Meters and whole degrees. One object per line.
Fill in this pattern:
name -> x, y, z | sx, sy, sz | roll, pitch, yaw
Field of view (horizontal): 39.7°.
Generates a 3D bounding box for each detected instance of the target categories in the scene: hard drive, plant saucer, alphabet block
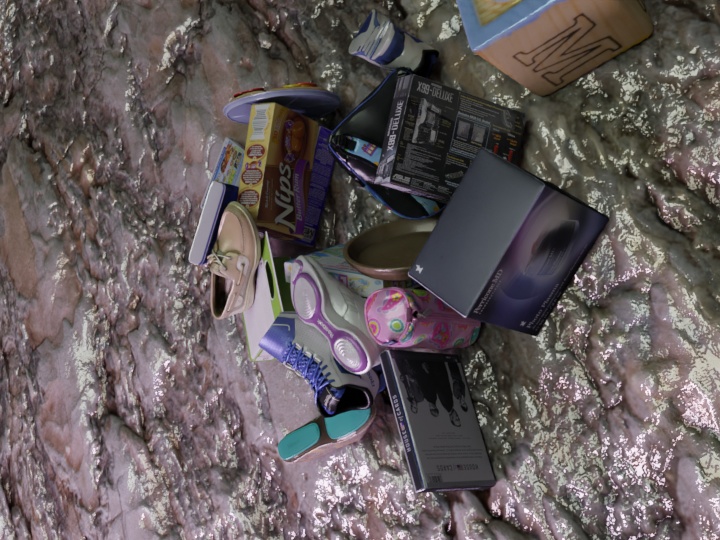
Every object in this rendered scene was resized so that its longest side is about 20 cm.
hard drive -> -0.238, -0.079, 1.644 | 0.025, 0.200, 0.132 | 17, 93, -1
plant saucer -> 0.074, -0.032, 1.476 | 0.200, 0.200, 0.030 | 10, 119, 39
alphabet block -> 0.259, -0.392, 1.389 | 0.196, 0.200, 0.196 | -26, 64, 31

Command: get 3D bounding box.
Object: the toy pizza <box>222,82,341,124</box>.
toy pizza -> -0.131, -0.283, 1.671 | 0.200, 0.200, 0.032 | -10, 84, 36

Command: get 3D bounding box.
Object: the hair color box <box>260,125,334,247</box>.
hair color box -> -0.114, -0.149, 1.715 | 0.109, 0.065, 0.201 | 13, 86, 39

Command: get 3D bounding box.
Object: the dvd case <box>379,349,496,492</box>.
dvd case -> 0.109, 0.209, 1.398 | 0.025, 0.150, 0.200 | -34, 60, 38

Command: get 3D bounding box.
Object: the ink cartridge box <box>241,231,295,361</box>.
ink cartridge box -> -0.133, 0.044, 1.617 | 0.200, 0.076, 0.148 | 129, 133, -57

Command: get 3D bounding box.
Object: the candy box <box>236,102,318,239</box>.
candy box -> -0.136, -0.159, 1.620 | 0.056, 0.117, 0.201 | 1, 80, 37

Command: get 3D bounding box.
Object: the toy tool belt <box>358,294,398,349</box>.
toy tool belt -> -0.036, 0.110, 1.553 | 0.200, 0.123, 0.125 | -44, 56, 23

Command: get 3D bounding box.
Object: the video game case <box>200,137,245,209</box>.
video game case -> -0.227, -0.146, 1.788 | 0.200, 0.018, 0.144 | 40, 112, 55

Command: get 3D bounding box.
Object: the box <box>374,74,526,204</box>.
box -> 0.132, -0.176, 1.439 | 0.050, 0.200, 0.158 | 4, 82, 66

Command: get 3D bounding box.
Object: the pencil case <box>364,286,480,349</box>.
pencil case -> 0.092, 0.068, 1.411 | 0.087, 0.200, 0.088 | -5, 82, 37

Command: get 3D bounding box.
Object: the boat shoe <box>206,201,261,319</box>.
boat shoe -> -0.205, -0.012, 1.567 | 0.072, 0.065, 0.200 | 31, 130, 31

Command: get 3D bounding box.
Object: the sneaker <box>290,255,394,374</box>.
sneaker -> -0.028, 0.060, 1.447 | 0.200, 0.099, 0.075 | 54, 131, 16

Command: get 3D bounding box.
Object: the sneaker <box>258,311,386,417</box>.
sneaker -> -0.054, 0.143, 1.441 | 0.199, 0.115, 0.081 | 27, 119, -4

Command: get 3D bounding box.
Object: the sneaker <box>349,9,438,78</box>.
sneaker -> 0.057, -0.349, 1.610 | 0.081, 0.115, 0.199 | -56, 23, 11

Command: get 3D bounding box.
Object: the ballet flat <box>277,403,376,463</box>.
ballet flat -> -0.040, 0.249, 1.560 | 0.200, 0.067, 0.068 | -27, 58, 30

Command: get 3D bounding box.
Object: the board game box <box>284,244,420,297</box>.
board game box -> 0.000, 0.000, 1.543 | 0.200, 0.134, 0.034 | 10, 109, 40

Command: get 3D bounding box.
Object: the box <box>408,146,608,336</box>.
box -> 0.202, -0.032, 1.350 | 0.123, 0.198, 0.200 | 38, 104, 38

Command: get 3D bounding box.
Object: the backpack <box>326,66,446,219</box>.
backpack -> 0.068, -0.182, 1.523 | 0.200, 0.135, 0.183 | 45, 88, -6
